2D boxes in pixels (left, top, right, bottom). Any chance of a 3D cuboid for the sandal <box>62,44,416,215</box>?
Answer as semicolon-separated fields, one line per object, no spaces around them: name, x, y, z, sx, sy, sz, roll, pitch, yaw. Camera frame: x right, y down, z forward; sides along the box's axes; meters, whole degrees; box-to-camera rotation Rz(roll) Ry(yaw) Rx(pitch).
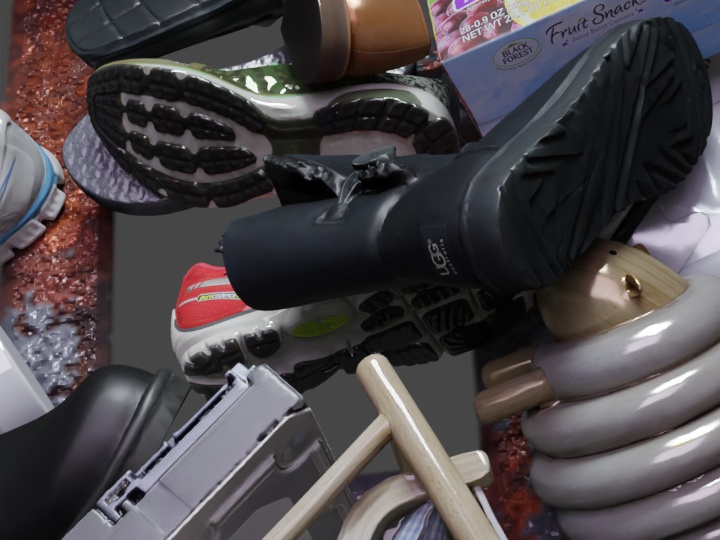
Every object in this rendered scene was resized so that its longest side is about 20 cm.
sandal;-0.060;-0.078;0.981;0.200;0.043;0.076;-21;67;-11

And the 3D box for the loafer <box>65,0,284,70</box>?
loafer;-0.064;-0.157;0.999;0.200;0.072;0.073;-26;55;-3

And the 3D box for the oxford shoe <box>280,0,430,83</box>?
oxford shoe;-0.013;-0.173;0.926;0.071;0.071;0.200;-4;56;-18

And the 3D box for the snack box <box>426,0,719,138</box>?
snack box;0.115;-0.170;0.921;0.169;0.068;0.200;-23;36;12

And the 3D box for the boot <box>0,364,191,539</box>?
boot;-0.186;0.082;0.758;0.158;0.079;0.211;39;112;-11

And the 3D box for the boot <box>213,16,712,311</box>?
boot;0.047;-0.048;0.826;0.168;0.076;0.200;-3;28;42

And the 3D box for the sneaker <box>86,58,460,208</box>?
sneaker;-0.041;-0.079;0.934;0.200;0.077;0.089;9;29;10

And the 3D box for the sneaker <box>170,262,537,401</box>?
sneaker;0.000;0.000;0.905;0.200;0.077;0.085;-14;52;2

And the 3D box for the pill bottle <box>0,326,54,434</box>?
pill bottle;-0.246;0.104;0.876;0.200;0.112;0.112;-33;61;-8

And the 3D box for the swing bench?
swing bench;0.048;0.172;0.728;0.200;0.199;0.130;38;75;26

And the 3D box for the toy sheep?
toy sheep;0.133;0.077;0.805;0.138;0.138;0.200;-26;99;-3

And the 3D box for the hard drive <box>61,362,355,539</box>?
hard drive;-0.061;0.132;0.772;0.038;0.200;0.140;38;74;26

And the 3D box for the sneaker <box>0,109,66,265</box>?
sneaker;-0.240;-0.006;0.949;0.075;0.087;0.200;27;72;21

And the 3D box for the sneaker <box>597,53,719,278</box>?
sneaker;0.183;-0.052;0.897;0.115;0.075;0.200;25;61;11
